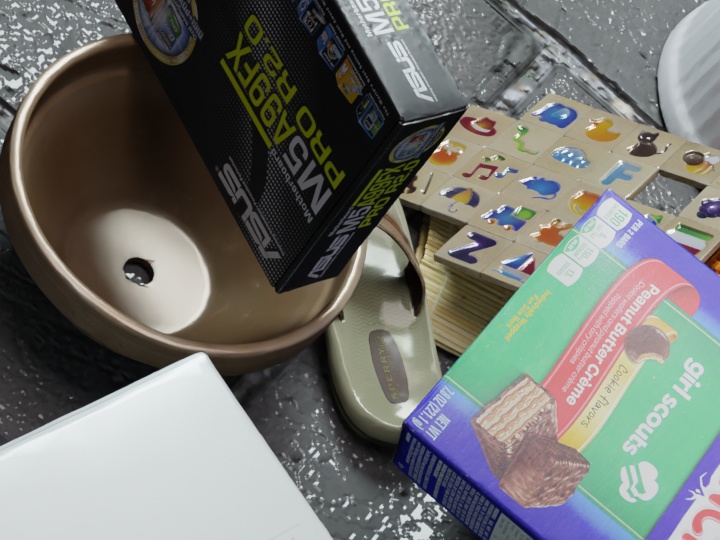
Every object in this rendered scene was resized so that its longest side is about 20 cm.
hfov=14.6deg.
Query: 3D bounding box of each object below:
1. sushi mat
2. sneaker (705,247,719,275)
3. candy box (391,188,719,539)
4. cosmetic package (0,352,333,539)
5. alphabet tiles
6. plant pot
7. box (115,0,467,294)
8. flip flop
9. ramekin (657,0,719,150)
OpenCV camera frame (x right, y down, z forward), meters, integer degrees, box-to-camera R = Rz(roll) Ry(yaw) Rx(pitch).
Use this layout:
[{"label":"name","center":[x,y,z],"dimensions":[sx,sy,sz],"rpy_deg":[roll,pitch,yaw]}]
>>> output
[{"label":"sushi mat","center":[0.117,0.038,1.630],"dimensions":[0.199,0.012,0.096],"rpy_deg":[27,51,-9]},{"label":"sneaker","center":[0.239,0.013,1.620],"dimensions":[0.092,0.076,0.200],"rpy_deg":[47,8,-3]},{"label":"candy box","center":[0.145,0.090,1.410],"dimensions":[0.200,0.077,0.169],"rpy_deg":[39,73,10]},{"label":"cosmetic package","center":[-0.107,0.182,1.311],"dimensions":[0.166,0.167,0.200],"rpy_deg":[-26,74,-37]},{"label":"alphabet tiles","center":[0.116,-0.041,1.613],"dimensions":[0.199,0.008,0.167],"rpy_deg":[21,45,32]},{"label":"plant pot","center":[-0.104,-0.019,1.500],"dimensions":[0.200,0.093,0.202],"rpy_deg":[14,53,-19]},{"label":"box","center":[-0.041,-0.115,1.433],"dimensions":[0.044,0.160,0.201],"rpy_deg":[-15,68,-36]},{"label":"flip flop","center":[0.000,0.000,1.558],"dimensions":[0.081,0.058,0.201],"rpy_deg":[-9,66,-17]},{"label":"ramekin","center":[0.297,-0.115,1.775],"dimensions":[0.200,0.098,0.201],"rpy_deg":[14,54,-20]}]
